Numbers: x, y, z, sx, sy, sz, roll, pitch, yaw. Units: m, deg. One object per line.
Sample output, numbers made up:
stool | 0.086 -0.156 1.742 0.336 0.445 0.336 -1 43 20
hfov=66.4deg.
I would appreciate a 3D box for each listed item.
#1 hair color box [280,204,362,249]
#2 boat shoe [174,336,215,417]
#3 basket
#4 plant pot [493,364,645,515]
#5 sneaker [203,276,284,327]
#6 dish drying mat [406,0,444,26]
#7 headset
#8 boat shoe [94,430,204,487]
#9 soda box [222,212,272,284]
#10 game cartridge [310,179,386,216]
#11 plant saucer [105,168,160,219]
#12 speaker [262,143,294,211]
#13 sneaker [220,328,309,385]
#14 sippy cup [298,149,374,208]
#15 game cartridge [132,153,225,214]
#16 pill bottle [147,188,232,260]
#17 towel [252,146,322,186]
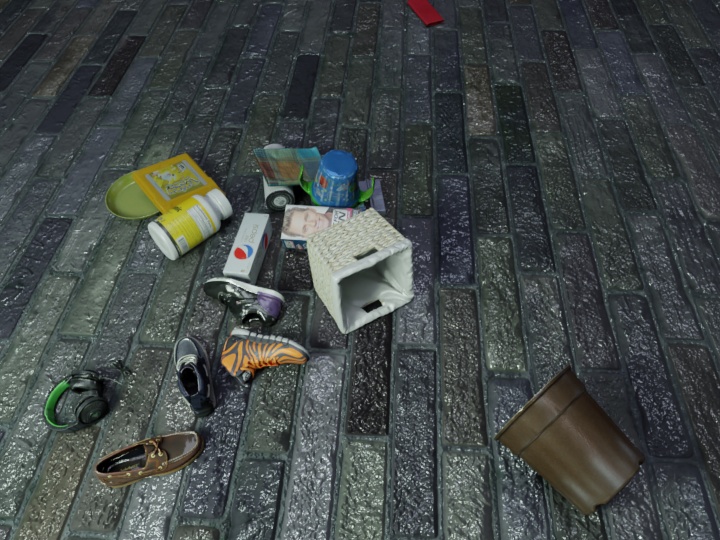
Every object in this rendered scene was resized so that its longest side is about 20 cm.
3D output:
hair color box | -0.096 -0.107 1.410 0.198 0.061 0.101 3 68 6
boat shoe | -0.360 0.205 1.170 0.074 0.093 0.201 -22 54 -15
basket | 0.000 0.000 1.255 0.197 0.201 0.161 -25 49 -17
plant pot | 0.383 0.314 1.001 0.200 0.201 0.198 -33 65 -22
sneaker | -0.284 0.076 1.284 0.198 0.076 0.088 11 59 11
dish drying mat | 0.252 -1.011 2.147 0.076 0.018 0.201 -17 54 -10
headset | -0.573 0.252 1.143 0.199 0.094 0.124 -27 55 -4
boat shoe | -0.407 0.362 1.065 0.199 0.071 0.071 -21 53 -15
soda box | -0.281 -0.052 1.388 0.068 0.064 0.201 5 52 7
game cartridge | -0.036 -0.190 1.506 0.198 0.039 0.130 -7 48 -3
plant saucer | -0.611 -0.210 1.547 0.198 0.031 0.201 -1 51 1
speaker | -0.233 -0.263 1.541 0.081 0.081 0.201 -9 52 -5
sneaker | -0.212 0.201 1.188 0.198 0.078 0.113 7 56 22
sippy cup | -0.060 -0.236 1.425 0.177 0.131 0.140 -23 67 -20
game cartridge | -0.502 -0.233 1.526 0.176 0.033 0.200 -32 64 -33
pill bottle | -0.434 -0.125 1.422 0.111 0.112 0.200 37 61 27
towel | -0.182 -0.289 1.516 0.199 0.022 0.147 -8 54 -30
